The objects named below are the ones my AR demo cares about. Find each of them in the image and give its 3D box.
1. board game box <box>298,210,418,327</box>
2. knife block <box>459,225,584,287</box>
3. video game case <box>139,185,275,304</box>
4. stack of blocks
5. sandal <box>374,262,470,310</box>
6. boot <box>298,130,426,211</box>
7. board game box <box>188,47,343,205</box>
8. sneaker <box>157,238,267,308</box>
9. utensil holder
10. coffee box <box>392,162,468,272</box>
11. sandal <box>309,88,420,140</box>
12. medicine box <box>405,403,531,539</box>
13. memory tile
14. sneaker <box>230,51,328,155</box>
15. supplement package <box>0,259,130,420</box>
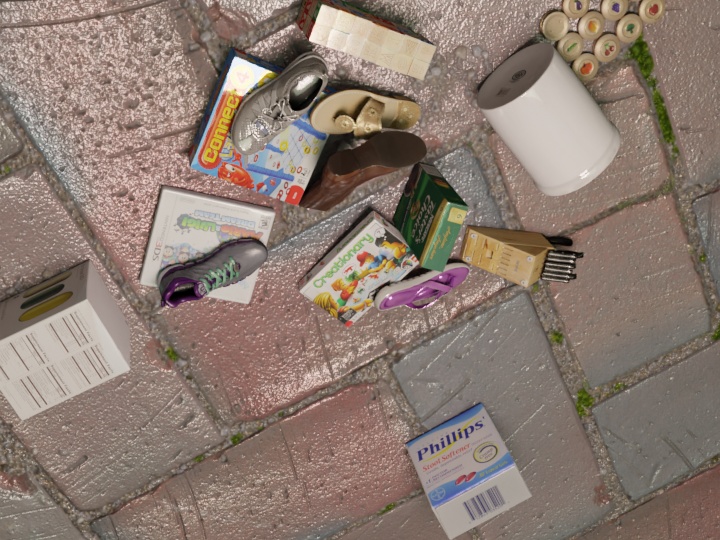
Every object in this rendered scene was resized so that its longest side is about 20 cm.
[{"bbox_3d":[0.000,0.000,1.758,0.126,0.035,0.200,36,113,-26],"label":"board game box"},{"bbox_3d":[0.309,-0.035,1.830,0.199,0.175,0.065,24,116,25],"label":"knife block"},{"bbox_3d":[-0.265,-0.041,1.695,0.198,0.024,0.184,11,113,-19],"label":"video game case"},{"bbox_3d":[0.007,-0.372,1.546,0.198,0.115,0.059,15,112,-21],"label":"stack of blocks"},{"bbox_3d":[0.118,0.043,1.792,0.201,0.050,0.083,-18,150,-22],"label":"sandal"},{"bbox_3d":[-0.001,-0.158,1.639,0.184,0.200,0.065,-13,77,-19],"label":"boot"},{"bbox_3d":[-0.156,-0.232,1.609,0.194,0.056,0.201,18,111,-22],"label":"board game box"},{"bbox_3d":[-0.247,0.015,1.665,0.198,0.088,0.075,-22,120,-1],"label":"sneaker"},{"bbox_3d":[0.315,-0.256,1.653,0.170,0.170,0.200,-40,116,8],"label":"utensil holder"},{"bbox_3d":[0.115,-0.095,1.662,0.044,0.200,0.124,14,112,-20],"label":"coffee box"},{"bbox_3d":[0.024,-0.247,1.598,0.210,0.070,0.078,-7,126,-35],"label":"sandal"},{"bbox_3d":[0.208,0.391,1.929,0.181,0.200,0.103,-28,122,1],"label":"medicine box"},{"bbox_3d":[0.414,-0.433,1.673,0.200,0.017,0.153,-41,118,8],"label":"memory tile"},{"bbox_3d":[-0.127,-0.256,1.524,0.075,0.082,0.200,38,102,-27],"label":"sneaker"},{"bbox_3d":[-0.507,0.114,1.639,0.198,0.152,0.152,-25,119,-1],"label":"supplement package"}]
